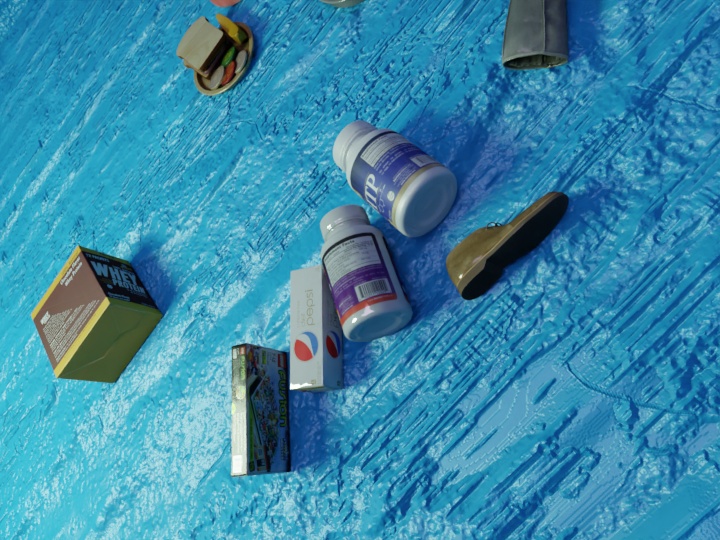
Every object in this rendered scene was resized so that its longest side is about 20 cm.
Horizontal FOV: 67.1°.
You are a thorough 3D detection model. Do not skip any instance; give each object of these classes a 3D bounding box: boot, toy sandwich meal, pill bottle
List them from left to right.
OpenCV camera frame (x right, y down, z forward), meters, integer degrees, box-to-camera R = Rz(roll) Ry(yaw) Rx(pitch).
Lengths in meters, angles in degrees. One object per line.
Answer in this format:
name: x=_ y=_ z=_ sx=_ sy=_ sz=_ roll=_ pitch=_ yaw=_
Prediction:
toy sandwich meal: x=-0.330 y=-0.498 z=1.238 sx=0.203 sy=0.070 sz=0.207 roll=-10 pitch=70 yaw=29
pill bottle: x=0.000 y=0.000 z=0.858 sx=0.111 sy=0.111 sz=0.202 roll=-30 pitch=62 yaw=21
pill bottle: x=0.047 y=-0.156 z=0.872 sx=0.120 sy=0.119 sz=0.200 roll=-51 pitch=56 yaw=8
boot: x=0.203 y=-0.051 z=0.778 sx=0.200 sy=0.073 sz=0.076 roll=-43 pitch=48 yaw=16
boot: x=0.304 y=-0.414 z=0.822 sx=0.180 sy=0.072 sz=0.202 roll=-4 pitch=74 yaw=25

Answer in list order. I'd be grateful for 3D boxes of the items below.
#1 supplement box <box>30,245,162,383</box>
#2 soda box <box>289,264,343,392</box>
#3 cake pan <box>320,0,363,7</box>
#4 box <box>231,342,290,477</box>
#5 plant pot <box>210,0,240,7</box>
supplement box: x=-0.569 y=0.095 z=1.167 sx=0.198 sy=0.132 sz=0.200 roll=-51 pitch=57 yaw=8
soda box: x=-0.073 y=0.097 z=0.903 sx=0.068 sy=0.064 sz=0.202 roll=-12 pitch=70 yaw=28
cake pan: x=-0.014 y=-0.622 z=1.101 sx=0.198 sy=0.037 sz=0.203 roll=-10 pitch=70 yaw=29
box: x=-0.163 y=0.228 z=0.891 sx=0.034 sy=0.110 sz=0.202 roll=-15 pitch=69 yaw=26
plant pot: x=-0.346 y=-0.755 z=1.262 sx=0.199 sy=0.177 sz=0.203 roll=-10 pitch=71 yaw=29
